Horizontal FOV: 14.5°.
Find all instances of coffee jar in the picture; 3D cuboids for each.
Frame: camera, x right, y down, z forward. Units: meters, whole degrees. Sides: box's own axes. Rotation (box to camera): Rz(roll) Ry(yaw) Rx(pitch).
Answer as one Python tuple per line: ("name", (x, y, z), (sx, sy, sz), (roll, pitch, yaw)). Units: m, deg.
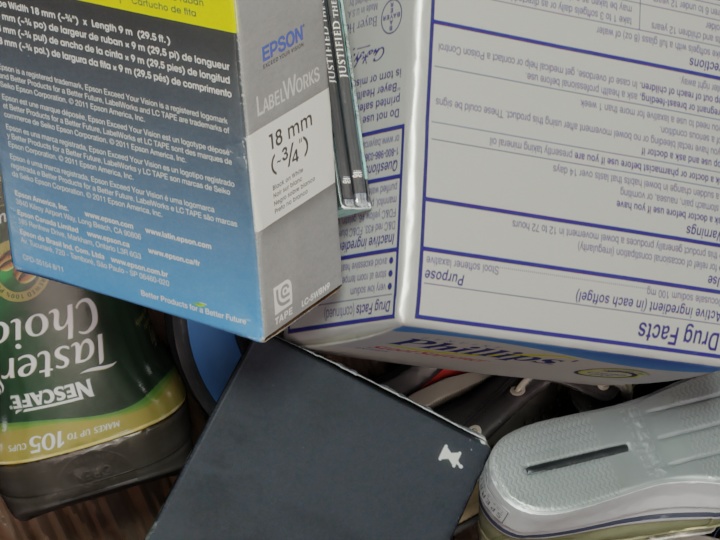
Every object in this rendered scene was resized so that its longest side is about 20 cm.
("coffee jar", (-0.147, 0.014, 1.320), (0.104, 0.085, 0.200), (-17, 108, -1))

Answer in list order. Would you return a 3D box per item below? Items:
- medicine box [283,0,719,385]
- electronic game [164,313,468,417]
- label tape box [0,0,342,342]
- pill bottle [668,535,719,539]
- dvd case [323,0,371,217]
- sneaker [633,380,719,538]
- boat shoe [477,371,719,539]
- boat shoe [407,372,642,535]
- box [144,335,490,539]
("medicine box", (0.070, -0.057, 1.269), (0.182, 0.103, 0.200), (8, 81, -32))
("electronic game", (0.000, 0.000, 1.339), (0.200, 0.042, 0.200), (-12, 116, -25))
("label tape box", (-0.086, -0.085, 1.169), (0.063, 0.144, 0.200), (-34, 129, -45))
("pill bottle", (0.164, 0.231, 1.393), (0.113, 0.113, 0.200), (-14, 127, -6))
("dvd case", (-0.064, -0.112, 1.246), (0.022, 0.146, 0.200), (-1, 81, -44))
("sneaker", (0.166, 0.092, 1.411), (0.200, 0.070, 0.078), (-39, 118, 5))
("boat shoe", (0.146, 0.093, 1.341), (0.200, 0.072, 0.062), (-7, 150, -15))
("boat shoe", (0.096, 0.061, 1.369), (0.200, 0.060, 0.074), (-28, 130, -14))
("box", (-0.051, 0.169, 1.265), (0.124, 0.197, 0.200), (27, 59, 0))
